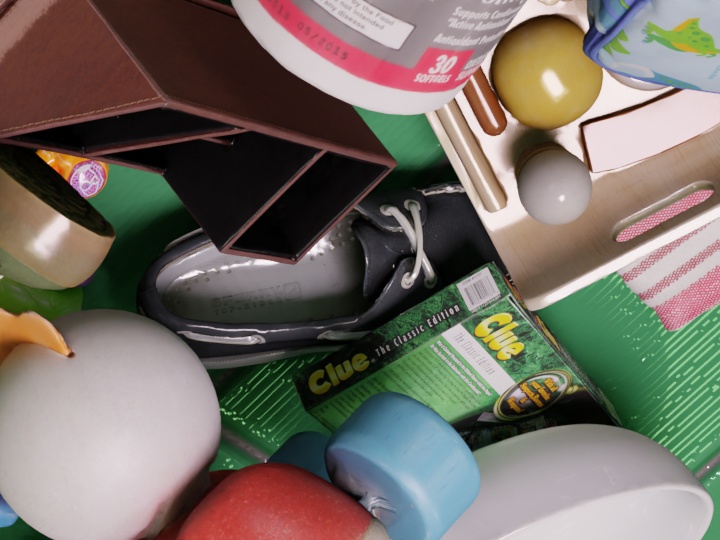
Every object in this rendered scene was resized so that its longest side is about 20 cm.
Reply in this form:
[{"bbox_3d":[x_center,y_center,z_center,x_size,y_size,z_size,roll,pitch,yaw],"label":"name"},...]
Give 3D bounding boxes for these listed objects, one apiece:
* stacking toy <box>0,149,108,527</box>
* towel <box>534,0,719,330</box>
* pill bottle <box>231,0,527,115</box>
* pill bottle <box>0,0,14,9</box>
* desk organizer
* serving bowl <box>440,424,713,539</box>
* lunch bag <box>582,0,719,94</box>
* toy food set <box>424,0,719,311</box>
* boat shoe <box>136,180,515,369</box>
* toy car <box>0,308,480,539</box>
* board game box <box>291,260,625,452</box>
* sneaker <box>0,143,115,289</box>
[{"bbox_3d":[-0.154,0.001,0.993,0.116,0.110,0.200,30,101,-31],"label":"stacking toy"},{"bbox_3d":[0.151,-0.074,1.060,0.146,0.030,0.200,-36,123,10],"label":"towel"},{"bbox_3d":[0.039,-0.161,0.844,0.110,0.111,0.200,17,130,-25],"label":"pill bottle"},{"bbox_3d":[-0.184,-0.123,0.878,0.199,0.109,0.109,-26,127,3],"label":"pill bottle"},{"bbox_3d":[-0.069,-0.059,0.913,0.072,0.077,0.200,-44,160,16],"label":"desk organizer"},{"bbox_3d":[0.064,0.130,1.104,0.199,0.066,0.200,-22,154,-12],"label":"serving bowl"},{"bbox_3d":[0.178,-0.125,0.856,0.160,0.083,0.200,6,163,-13],"label":"lunch bag"},{"bbox_3d":[0.088,-0.101,0.969,0.143,0.060,0.200,-27,106,4],"label":"toy food set"},{"bbox_3d":[0.000,0.000,1.030,0.199,0.076,0.060,-17,167,-5],"label":"boat shoe"},{"bbox_3d":[-0.093,0.086,0.942,0.200,0.177,0.184,48,64,-5],"label":"toy car"},{"bbox_3d":[0.052,0.064,1.082,0.105,0.024,0.200,-28,151,9],"label":"board game box"},{"bbox_3d":[-0.161,-0.013,0.895,0.067,0.200,0.090,32,93,-33],"label":"sneaker"}]
